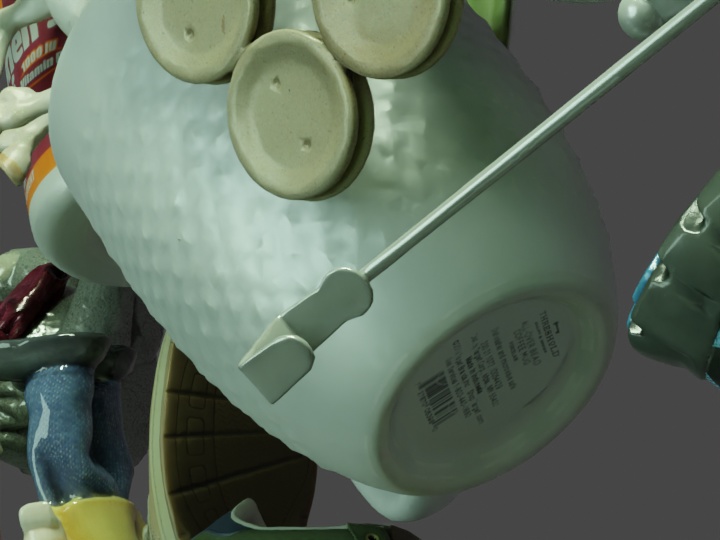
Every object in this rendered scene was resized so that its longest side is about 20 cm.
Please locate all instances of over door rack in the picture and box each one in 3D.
[{"bbox_3d":[0.092,0.009,0.571,0.200,0.148,0.067,-40,5,12],"label":"over door rack"}]

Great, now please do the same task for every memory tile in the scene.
[{"bbox_3d":[-0.034,-0.131,0.679,0.200,0.017,0.153,51,125,23],"label":"memory tile"}]

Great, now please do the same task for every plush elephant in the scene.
[{"bbox_3d":[-0.180,0.049,1.072,0.165,0.155,0.200,-26,62,56],"label":"plush elephant"}]

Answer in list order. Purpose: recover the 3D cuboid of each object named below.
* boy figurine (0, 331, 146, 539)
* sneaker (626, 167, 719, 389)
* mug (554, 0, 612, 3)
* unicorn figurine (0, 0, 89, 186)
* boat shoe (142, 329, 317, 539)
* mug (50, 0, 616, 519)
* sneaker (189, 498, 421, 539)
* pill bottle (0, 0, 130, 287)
[{"bbox_3d":[-0.112,0.128,0.959,0.124,0.064,0.200,39,-135,-77],"label":"boy figurine"},{"bbox_3d":[0.147,-0.044,0.615,0.082,0.073,0.200,31,123,10],"label":"sneaker"},{"bbox_3d":[0.092,-0.161,0.674,0.200,0.148,0.175,35,125,22],"label":"mug"},{"bbox_3d":[-0.096,-0.095,0.897,0.137,0.074,0.200,-40,64,-6],"label":"unicorn figurine"},{"bbox_3d":[-0.058,0.112,0.940,0.065,0.072,0.200,-26,69,55],"label":"boat shoe"},{"bbox_3d":[0.000,0.000,0.789,0.175,0.148,0.200,52,156,38],"label":"mug"},{"bbox_3d":[0.005,0.126,0.825,0.200,0.090,0.067,9,134,37],"label":"sneaker"},{"bbox_3d":[-0.100,-0.102,1.007,0.110,0.110,0.200,-49,46,45],"label":"pill bottle"}]
